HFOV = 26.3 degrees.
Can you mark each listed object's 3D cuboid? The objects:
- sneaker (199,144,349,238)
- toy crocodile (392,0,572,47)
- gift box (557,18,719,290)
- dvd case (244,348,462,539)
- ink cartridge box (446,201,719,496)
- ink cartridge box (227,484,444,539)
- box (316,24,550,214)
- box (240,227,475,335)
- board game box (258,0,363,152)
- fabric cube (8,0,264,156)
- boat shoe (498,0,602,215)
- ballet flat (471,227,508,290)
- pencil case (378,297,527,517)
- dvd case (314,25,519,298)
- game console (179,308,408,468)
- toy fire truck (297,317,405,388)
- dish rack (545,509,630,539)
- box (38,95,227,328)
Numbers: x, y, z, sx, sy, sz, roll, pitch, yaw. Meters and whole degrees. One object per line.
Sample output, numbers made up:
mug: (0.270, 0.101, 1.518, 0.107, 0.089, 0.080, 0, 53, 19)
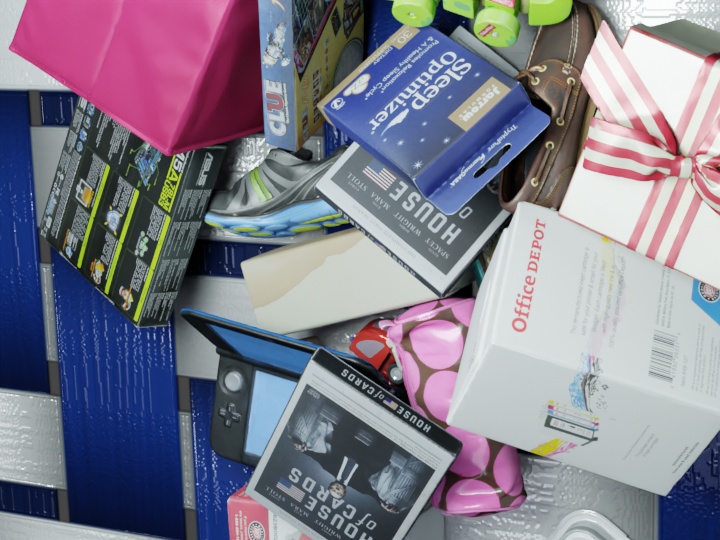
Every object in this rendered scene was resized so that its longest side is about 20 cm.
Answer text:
sneaker: (-0.078, -0.078, 1.478, 0.198, 0.071, 0.084, -9, 76, 29)
toy crocodile: (0.084, -0.243, 1.311, 0.198, 0.062, 0.068, 15, 69, 13)
gift box: (0.272, -0.110, 1.226, 0.183, 0.186, 0.202, 21, 111, 19)
dvd case: (-0.011, 0.176, 1.370, 0.150, 0.025, 0.201, 33, 132, 7)
ink cartridge box: (0.191, 0.065, 1.268, 0.198, 0.148, 0.145, 18, 144, -2)
ink cartridge box: (-0.023, 0.287, 1.515, 0.198, 0.083, 0.147, 3, 103, 25)
box: (0.059, -0.135, 1.298, 0.121, 0.032, 0.200, -42, 43, -5)
box: (0.000, 0.000, 1.435, 0.198, 0.095, 0.079, -14, 94, 26)
board game box: (-0.041, -0.224, 1.342, 0.034, 0.136, 0.202, 17, 131, 21)
fabric cube: (-0.163, -0.251, 1.399, 0.199, 0.196, 0.201, 33, 115, 15)
boat shoe: (0.158, -0.139, 1.299, 0.070, 0.070, 0.202, -15, 64, 57)
ballet flat: (0.148, 0.058, 1.398, 0.070, 0.071, 0.202, -9, 99, 27)
pencil case: (0.085, 0.126, 1.391, 0.093, 0.091, 0.202, -16, 93, -9)
dvd case: (0.079, -0.097, 1.350, 0.150, 0.025, 0.200, 39, 78, 12)
game console: (-0.069, 0.128, 1.427, 0.198, 0.118, 0.173, 15, 105, 23)
toy fire truck: (-0.036, 0.113, 1.502, 0.141, 0.049, 0.201, 37, 114, 14)
dish rack: (0.229, 0.342, 1.430, 0.200, 0.043, 0.172, 40, 114, 12)
box: (-0.229, -0.078, 1.520, 0.193, 0.047, 0.202, 36, 116, 35)
